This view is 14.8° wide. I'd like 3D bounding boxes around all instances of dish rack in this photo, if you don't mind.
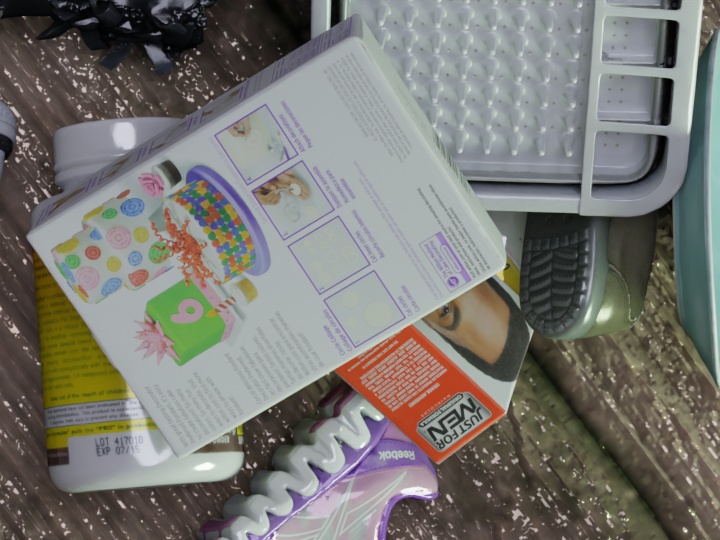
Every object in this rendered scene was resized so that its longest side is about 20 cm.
[{"bbox_3d":[0.074,-0.115,1.450,0.200,0.044,0.172,2,121,0],"label":"dish rack"}]

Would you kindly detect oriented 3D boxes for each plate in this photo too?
[{"bbox_3d":[0.191,-0.034,1.541,0.026,0.200,0.200,0,84,11],"label":"plate"}]

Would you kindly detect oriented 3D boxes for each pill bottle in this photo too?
[{"bbox_3d":[-0.124,0.020,1.529,0.109,0.109,0.200,-4,86,-8],"label":"pill bottle"}]

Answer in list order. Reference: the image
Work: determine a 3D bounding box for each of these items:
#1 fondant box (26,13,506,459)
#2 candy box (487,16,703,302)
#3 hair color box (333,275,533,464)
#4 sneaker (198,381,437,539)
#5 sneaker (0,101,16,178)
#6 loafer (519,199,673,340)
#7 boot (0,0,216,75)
[{"bbox_3d":[-0.047,-0.017,1.415,0.200,0.058,0.144,-31,105,9],"label":"fondant box"},{"bbox_3d":[0.088,-0.092,1.595,0.136,0.061,0.200,30,82,-5],"label":"candy box"},{"bbox_3d":[0.000,0.000,1.510,0.200,0.102,0.061,43,123,-14],"label":"hair color box"},{"bbox_3d":[-0.033,0.152,1.542,0.200,0.080,0.088,-45,100,-10],"label":"sneaker"},{"bbox_3d":[-0.290,-0.049,1.516,0.200,0.075,0.115,6,64,-11],"label":"sneaker"},{"bbox_3d":[0.136,-0.055,1.542,0.070,0.075,0.200,18,80,-41],"label":"loafer"},{"bbox_3d":[-0.161,-0.214,1.566,0.162,0.073,0.199,5,71,-17],"label":"boot"}]
